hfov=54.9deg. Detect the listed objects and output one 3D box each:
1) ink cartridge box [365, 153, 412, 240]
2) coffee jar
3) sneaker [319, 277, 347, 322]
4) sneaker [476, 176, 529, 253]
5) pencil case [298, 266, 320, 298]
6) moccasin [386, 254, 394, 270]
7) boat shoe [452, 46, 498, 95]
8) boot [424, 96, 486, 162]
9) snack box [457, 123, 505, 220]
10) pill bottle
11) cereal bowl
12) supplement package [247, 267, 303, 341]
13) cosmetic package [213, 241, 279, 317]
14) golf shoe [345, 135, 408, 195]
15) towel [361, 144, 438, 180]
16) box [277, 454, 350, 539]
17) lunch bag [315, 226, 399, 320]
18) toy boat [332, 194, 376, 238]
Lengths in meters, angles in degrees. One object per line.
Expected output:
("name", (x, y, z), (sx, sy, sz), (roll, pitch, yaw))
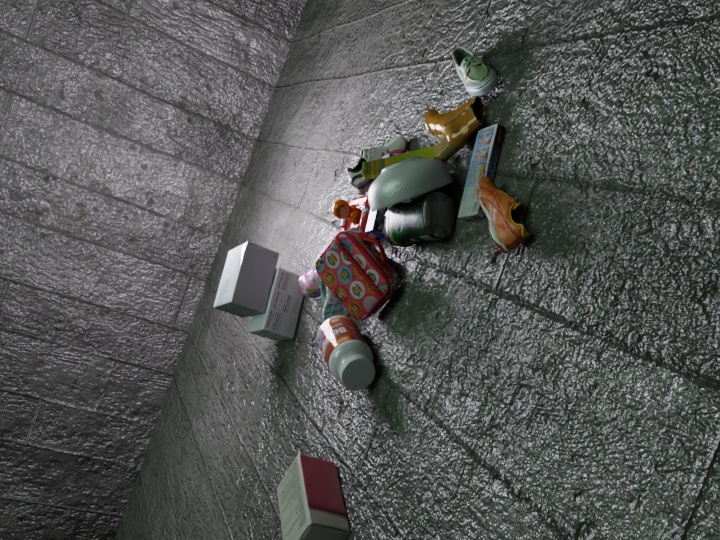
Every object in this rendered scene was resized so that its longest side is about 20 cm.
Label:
("ink cartridge box", (0.080, -0.179, 1.741), (0.044, 0.093, 0.204), (-13, 61, 61))
("coffee jar", (0.130, -0.113, 1.592), (0.199, 0.084, 0.107), (-9, 79, 62))
("sneaker", (-0.078, 0.056, 1.881), (0.091, 0.076, 0.204), (-132, 43, -62))
("sneaker", (0.277, -0.116, 1.336), (0.076, 0.073, 0.202), (-34, 42, 19))
("pencil case", (-0.107, 0.019, 2.011), (0.199, 0.086, 0.089), (-33, 44, 55))
("moccasin", (0.017, 0.003, 1.772), (0.199, 0.067, 0.082), (-18, 57, 60))
("boat shoe", (0.254, -0.459, 1.592), (0.072, 0.062, 0.201), (-39, 31, 9))
("boot", (0.225, -0.354, 1.612), (0.144, 0.070, 0.204), (-43, 33, 30))
("snack box", (0.256, -0.208, 1.473), (0.072, 0.024, 0.204), (-5, 68, 65))
("pill bottle", (-0.033, 0.201, 1.683), (0.114, 0.110, 0.200), (-64, 25, 14))
("cereal bowl", (0.105, -0.205, 1.575), (0.199, 0.197, 0.085), (-13, 98, 62))
("supplement package", (-0.268, 0.114, 2.242), (0.155, 0.109, 0.204), (-16, 57, 61))
("cosmetic package", (-0.371, 0.034, 2.242), (0.199, 0.121, 0.204), (-15, 59, 59))
("golf shoe", (0.047, -0.297, 1.839), (0.200, 0.093, 0.072), (-47, 27, -15))
("towel", (0.098, -0.266, 1.681), (0.087, 0.196, 0.018), (-91, -14, -55))
("box", (-0.112, 0.551, 1.601), (0.129, 0.107, 0.201), (-58, 28, 24))
("lunch bag", (0.000, 0.000, 1.685), (0.201, 0.082, 0.177), (49, 123, 12))
("toy boat", (-0.018, -0.152, 1.882), (0.199, 0.129, 0.133), (-5, 68, 64))
